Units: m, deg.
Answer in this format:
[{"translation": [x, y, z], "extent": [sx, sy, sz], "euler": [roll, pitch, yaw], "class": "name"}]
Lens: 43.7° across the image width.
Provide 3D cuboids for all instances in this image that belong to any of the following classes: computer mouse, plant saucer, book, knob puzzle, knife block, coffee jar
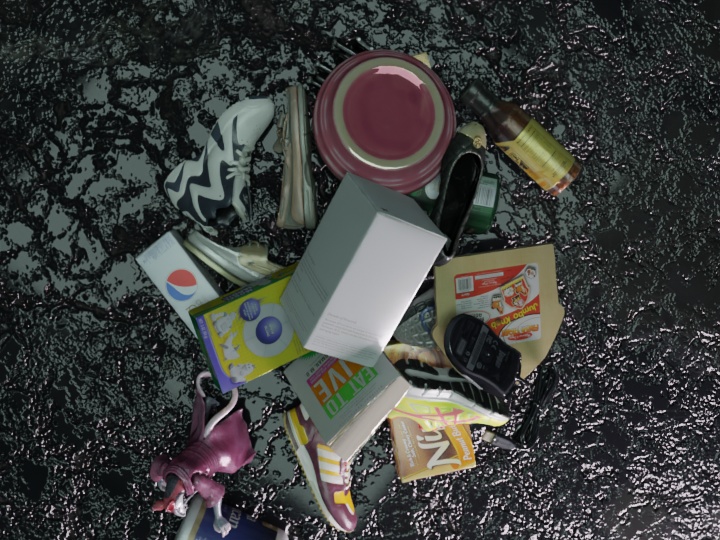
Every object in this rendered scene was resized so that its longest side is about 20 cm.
[{"translation": [0.171, 0.156, 1.210], "extent": [0.198, 0.046, 0.143], "euler": [29, 70, -24], "class": "computer mouse"}, {"translation": [0.035, -0.202, 1.196], "extent": [0.196, 0.051, 0.205], "euler": [1, 80, -6], "class": "plant saucer"}, {"translation": [-0.021, 0.150, 1.238], "extent": [0.134, 0.200, 0.048], "euler": [-46, 122, 1], "class": "book"}, {"translation": [0.188, 0.070, 1.248], "extent": [0.215, 0.030, 0.225], "euler": [-3, 102, -13], "class": "knob puzzle"}, {"translation": [0.023, -0.235, 1.273], "extent": [0.172, 0.064, 0.204], "euler": [-17, 96, -2], "class": "knife block"}, {"translation": [0.092, -0.112, 1.267], "extent": [0.196, 0.104, 0.087], "euler": [13, 85, -4], "class": "coffee jar"}]

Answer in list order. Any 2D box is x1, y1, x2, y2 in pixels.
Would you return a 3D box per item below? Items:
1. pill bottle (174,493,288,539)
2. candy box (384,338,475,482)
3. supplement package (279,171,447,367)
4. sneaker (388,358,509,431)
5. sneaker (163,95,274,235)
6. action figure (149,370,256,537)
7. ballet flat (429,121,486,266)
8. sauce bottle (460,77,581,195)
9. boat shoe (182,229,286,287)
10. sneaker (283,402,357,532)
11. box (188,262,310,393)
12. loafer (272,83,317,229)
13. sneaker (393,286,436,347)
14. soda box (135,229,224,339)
[{"translation": [-0.169, 0.410, 1.289], "extent": [0.197, 0.111, 0.113], "euler": [25, 93, -6], "class": "pill bottle"}, {"translation": [0.094, 0.196, 1.316], "extent": [0.113, 0.055, 0.205], "euler": [-10, 96, -5], "class": "candy box"}, {"translation": [0.000, 0.000, 1.156], "extent": [0.116, 0.117, 0.202], "euler": [18, 111, -31], "class": "supplement package"}, {"translation": [0.117, 0.187, 1.261], "extent": [0.196, 0.079, 0.091], "euler": [18, 119, -18], "class": "sneaker"}, {"translation": [-0.167, -0.134, 1.237], "extent": [0.199, 0.079, 0.130], "euler": [-42, 70, 1], "class": "sneaker"}, {"translation": [-0.214, 0.260, 1.228], "extent": [0.132, 0.200, 0.152], "euler": [18, 118, 12], "class": "action figure"}, {"translation": [0.132, -0.100, 1.182], "extent": [0.066, 0.056, 0.204], "euler": [22, 80, -28], "class": "ballet flat"}, {"translation": [0.228, -0.195, 1.292], "extent": [0.199, 0.066, 0.066], "euler": [42, 91, -4], "class": "sauce bottle"}, {"translation": [-0.155, -0.009, 1.279], "extent": [0.198, 0.075, 0.069], "euler": [32, 91, -16], "class": "boat shoe"}, {"translation": [-0.036, 0.280, 1.306], "extent": [0.089, 0.075, 0.203], "euler": [-26, 97, 4], "class": "sneaker"}, {"translation": [-0.123, 0.072, 1.233], "extent": [0.197, 0.048, 0.119], "euler": [-25, 110, -21], "class": "box"}, {"translation": [-0.099, -0.158, 1.271], "extent": [0.061, 0.072, 0.205], "euler": [-4, 98, 4], "class": "loafer"}, {"translation": [0.130, 0.045, 1.291], "extent": [0.197, 0.087, 0.076], "euler": [-25, 110, -8], "class": "sneaker"}, {"translation": [-0.229, 0.041, 1.276], "extent": [0.063, 0.068, 0.201], "euler": [-36, 96, -1], "class": "soda box"}]
